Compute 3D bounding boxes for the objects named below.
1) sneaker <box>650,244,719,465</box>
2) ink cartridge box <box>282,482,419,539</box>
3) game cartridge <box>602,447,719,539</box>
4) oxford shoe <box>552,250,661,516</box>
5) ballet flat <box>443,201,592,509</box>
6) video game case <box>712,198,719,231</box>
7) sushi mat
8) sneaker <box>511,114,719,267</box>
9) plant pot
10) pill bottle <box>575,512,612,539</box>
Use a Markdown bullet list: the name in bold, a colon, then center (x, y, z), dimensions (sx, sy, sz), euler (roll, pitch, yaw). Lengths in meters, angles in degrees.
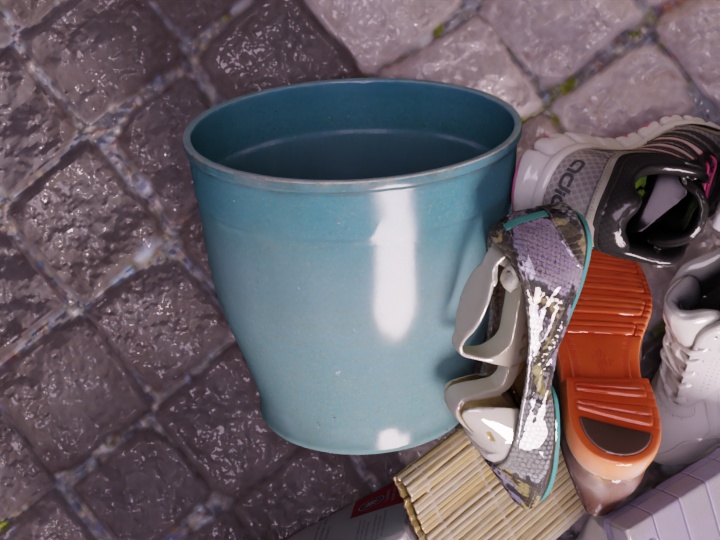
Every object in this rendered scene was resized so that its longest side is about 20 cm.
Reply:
- **sneaker**: center (0.212, 0.039, 0.973), dimensions (0.099, 0.078, 0.201), euler (5, 125, -35)
- **ink cartridge box**: center (-0.036, 0.224, 1.008), dimensions (0.199, 0.148, 0.086), euler (-30, 95, 8)
- **game cartridge**: center (0.228, 0.211, 0.963), dimensions (0.129, 0.038, 0.201), euler (-27, 107, -27)
- **oxford shoe**: center (0.140, 0.058, 0.977), dimensions (0.071, 0.201, 0.073), euler (7, 136, -1)
- **ballet flat**: center (0.082, 0.053, 0.905), dimensions (0.072, 0.072, 0.201), euler (7, 119, 2)
- **video game case**: center (0.317, -0.033, 0.939), dimensions (0.199, 0.182, 0.024), euler (29, 131, 4)
- **sushi mat**: center (0.109, 0.121, 0.991), dimensions (0.200, 0.012, 0.096), euler (-33, 99, -35)
- **sneaker**: center (0.182, -0.043, 0.945), dimensions (0.087, 0.199, 0.074), euler (35, 120, 39)
- **plant pot**: center (0.000, 0.000, 0.964), dimensions (0.199, 0.200, 0.189), euler (-2, 113, 3)
- **pill bottle**: center (0.145, 0.264, 1.017), dimensions (0.119, 0.120, 0.201), euler (26, 98, -1)
